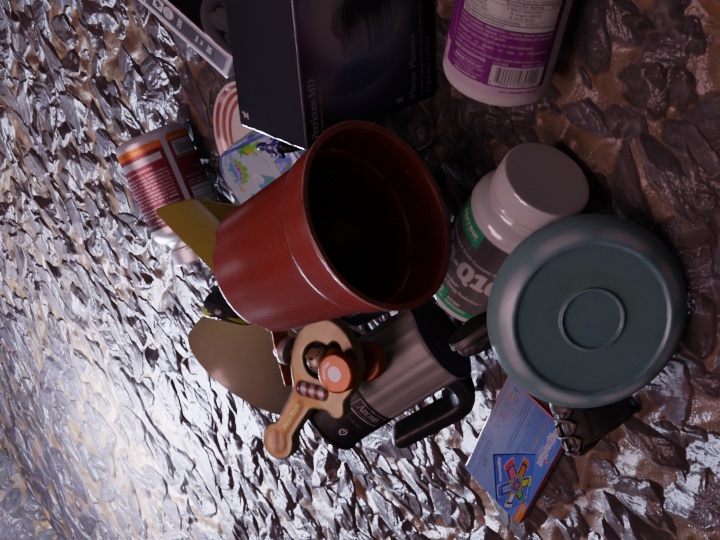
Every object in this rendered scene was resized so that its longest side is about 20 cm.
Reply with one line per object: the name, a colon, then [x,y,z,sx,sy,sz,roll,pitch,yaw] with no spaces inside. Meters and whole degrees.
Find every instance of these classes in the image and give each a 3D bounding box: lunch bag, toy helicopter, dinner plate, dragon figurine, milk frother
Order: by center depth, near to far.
dragon figurine: [-0.022,-0.143,1.361,0.200,0.099,0.059,16,111,9]
toy helicopter: [-0.069,0.138,1.404,0.132,0.079,0.200,39,117,20]
milk frother: [0.037,0.106,1.503,0.188,0.180,0.200,-33,50,22]
lunch bag: [-0.075,-0.097,1.519,0.161,0.082,0.200,-17,110,50]
dinner plate: [-0.135,-0.166,1.633,0.200,0.024,0.200,32,135,39]

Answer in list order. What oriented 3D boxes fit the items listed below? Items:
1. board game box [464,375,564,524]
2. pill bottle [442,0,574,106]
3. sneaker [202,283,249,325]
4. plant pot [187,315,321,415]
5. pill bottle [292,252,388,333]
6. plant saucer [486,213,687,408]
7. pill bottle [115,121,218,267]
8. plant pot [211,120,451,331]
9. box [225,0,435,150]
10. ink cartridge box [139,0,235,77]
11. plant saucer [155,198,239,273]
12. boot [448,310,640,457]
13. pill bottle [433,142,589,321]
board game box: [0.193,0.219,1.458,0.103,0.019,0.200,46,143,26]
pill bottle: [0.147,-0.264,1.113,0.112,0.112,0.200,40,139,30]
sneaker: [-0.137,-0.003,1.445,0.074,0.200,0.081,12,121,10]
plant pot: [-0.123,0.089,1.669,0.200,0.200,0.135,43,108,27]
pill bottle: [0.000,0.000,1.410,0.200,0.120,0.120,-26,91,26]
plant saucer: [0.224,0.045,1.160,0.027,0.200,0.200,-104,-2,-74]
pill bottle: [-0.278,-0.112,1.780,0.113,0.113,0.200,-15,99,56]
plant pot: [-0.043,-0.030,1.255,0.195,0.201,0.201,-22,94,45]
box: [-0.029,-0.261,1.272,0.123,0.198,0.200,26,132,42]
ink cartridge box: [-0.158,-0.332,1.358,0.200,0.198,0.043,41,140,8]
plant saucer: [-0.152,-0.033,1.632,0.200,0.200,0.048,43,108,27]
boot: [0.198,0.111,1.231,0.069,0.200,0.174,-20,89,61]
pill bottle: [0.154,-0.037,1.254,0.113,0.113,0.200,51,144,17]
